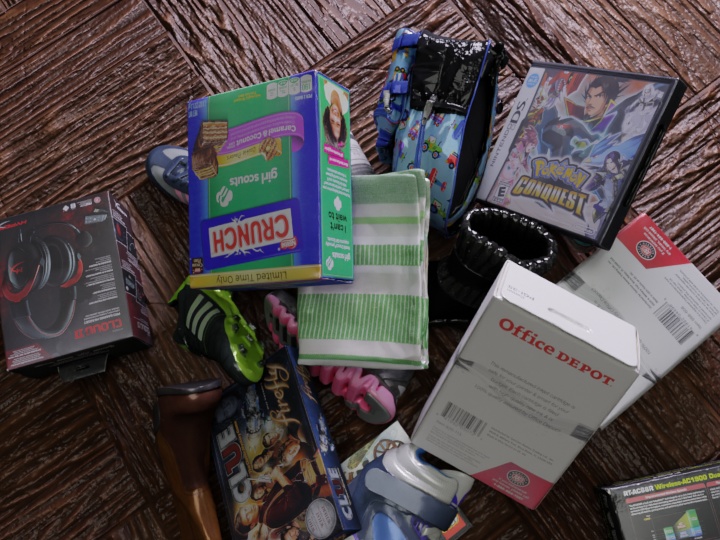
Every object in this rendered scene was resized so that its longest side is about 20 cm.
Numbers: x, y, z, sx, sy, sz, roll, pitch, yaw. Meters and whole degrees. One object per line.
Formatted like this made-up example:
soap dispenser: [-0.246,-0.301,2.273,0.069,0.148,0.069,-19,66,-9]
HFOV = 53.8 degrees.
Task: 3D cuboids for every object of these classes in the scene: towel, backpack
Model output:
towel: [0.000,0.000,0.739,0.151,0.023,0.203,-1,88,21]
backpack: [0.084,-0.146,0.809,0.133,0.183,0.202,12,84,10]

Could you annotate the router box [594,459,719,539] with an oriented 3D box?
router box: [0.363,0.282,0.737,0.198,0.062,0.152,-11,76,0]

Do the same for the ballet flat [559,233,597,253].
ballet flat: [0.243,-0.102,0.840,0.067,0.067,0.202,6,65,-11]

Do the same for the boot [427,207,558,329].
boot: [0.091,0.000,0.764,0.208,0.158,0.080,1,63,-5]

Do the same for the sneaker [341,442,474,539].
sneaker: [0.070,0.272,0.704,0.146,0.081,0.201,-36,71,-1]

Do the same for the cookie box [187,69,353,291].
cookie box: [-0.094,-0.083,0.735,0.169,0.075,0.203,-5,85,29]

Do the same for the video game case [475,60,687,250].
video game case: [0.230,-0.136,0.787,0.199,0.025,0.182,30,97,51]

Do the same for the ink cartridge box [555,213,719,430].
ink cartridge box: [0.279,0.060,0.789,0.199,0.084,0.145,-38,77,-7]

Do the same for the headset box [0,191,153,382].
headset box: [-0.336,0.028,0.832,0.147,0.075,0.202,-14,75,-2]

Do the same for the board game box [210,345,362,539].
board game box: [-0.089,0.200,0.741,0.135,0.034,0.201,-36,57,21]

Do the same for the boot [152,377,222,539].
boot: [-0.169,0.221,0.722,0.068,0.188,0.202,-3,70,-33]

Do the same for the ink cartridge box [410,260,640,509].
ink cartridge box: [0.158,0.114,0.695,0.145,0.083,0.201,28,122,6]

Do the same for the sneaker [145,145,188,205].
sneaker: [-0.182,-0.104,0.855,0.198,0.082,0.071,28,80,10]

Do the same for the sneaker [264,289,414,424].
sneaker: [-0.022,0.082,0.814,0.199,0.079,0.095,39,59,11]

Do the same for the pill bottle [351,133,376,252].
pill bottle: [-0.037,-0.097,0.831,0.112,0.113,0.201,-28,75,-5]

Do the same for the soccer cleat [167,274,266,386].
soccer cleat: [-0.163,0.072,0.786,0.081,0.068,0.200,-43,40,4]

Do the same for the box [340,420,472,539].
box: [0.002,0.279,0.768,0.199,0.038,0.137,-36,77,-7]
